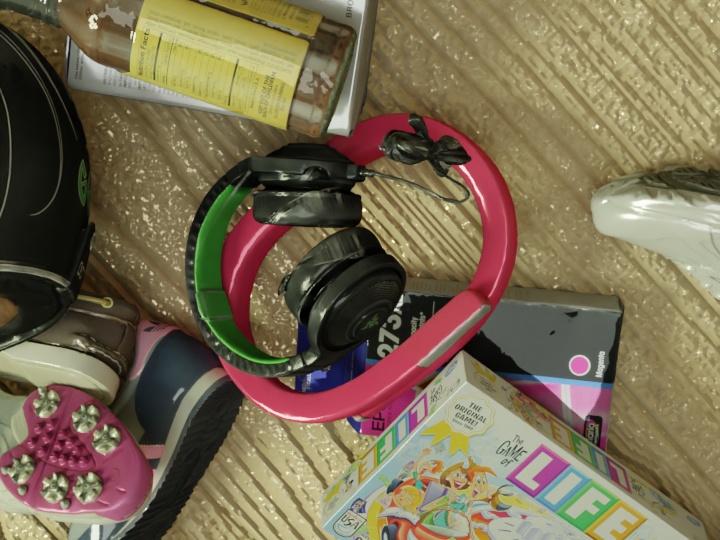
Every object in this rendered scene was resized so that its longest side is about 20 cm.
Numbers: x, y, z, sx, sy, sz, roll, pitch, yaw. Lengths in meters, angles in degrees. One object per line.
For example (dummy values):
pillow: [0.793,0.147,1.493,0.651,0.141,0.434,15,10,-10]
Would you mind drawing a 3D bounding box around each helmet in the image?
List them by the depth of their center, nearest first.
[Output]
helmet: [-0.250,-0.057,0.821,0.198,0.200,0.193,-19,71,11]

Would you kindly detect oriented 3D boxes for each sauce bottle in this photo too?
sauce bottle: [-0.102,-0.129,0.782,0.198,0.065,0.065,21,107,2]

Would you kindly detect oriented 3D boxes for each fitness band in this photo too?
fitness band: [0.000,0.000,0.872,0.199,0.037,0.144,-39,70,13]

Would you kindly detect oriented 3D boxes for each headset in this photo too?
headset: [-0.026,-0.019,0.814,0.199,0.094,0.125,-30,73,29]

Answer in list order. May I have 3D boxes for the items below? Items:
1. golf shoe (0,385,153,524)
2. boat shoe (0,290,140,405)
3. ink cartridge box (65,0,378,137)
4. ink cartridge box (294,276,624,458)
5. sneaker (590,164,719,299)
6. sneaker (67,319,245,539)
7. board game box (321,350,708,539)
golf shoe: [-0.189,0.115,0.899,0.198,0.076,0.092,12,154,36]
boat shoe: [-0.229,0.029,0.916,0.198,0.072,0.060,12,64,20]
ink cartridge box: [-0.088,-0.164,0.841,0.197,0.076,0.138,9,106,2]
ink cartridge box: [0.056,0.056,0.909,0.197,0.037,0.096,6,106,7]
sneaker: [0.224,0.001,0.853,0.197,0.078,0.101,13,110,4]
sneaker: [-0.148,0.121,0.943,0.082,0.070,0.201,41,110,20]
board game box: [0.093,0.153,0.899,0.199,0.034,0.135,35,113,-18]
